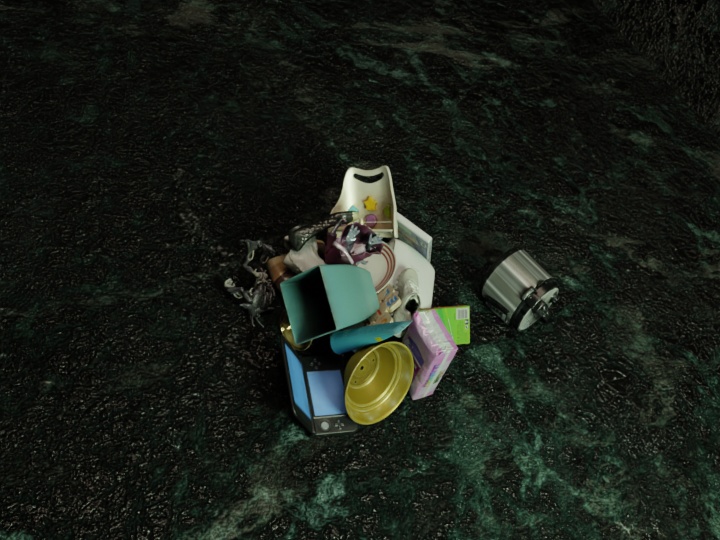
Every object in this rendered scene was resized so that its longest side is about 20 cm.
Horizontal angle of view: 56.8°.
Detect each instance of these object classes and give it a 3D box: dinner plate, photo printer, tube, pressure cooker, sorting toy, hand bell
[{"bbox_3d":[0.000,0.000,1.701,0.194,0.025,0.205,-10,49,12],"label":"dinner plate"},{"bbox_3d":[0.123,0.020,1.773,0.165,0.069,0.203,36,41,-20],"label":"photo printer"},{"bbox_3d":[0.020,0.144,1.486,0.077,0.196,0.052,-39,107,-52],"label":"tube"},{"bbox_3d":[0.441,0.062,1.803,0.173,0.181,0.201,-22,58,-37],"label":"pressure cooker"},{"bbox_3d":[0.020,-0.179,1.739,0.194,0.187,0.106,2,4,24],"label":"sorting toy"},{"bbox_3d":[-0.100,0.111,1.652,0.103,0.106,0.198,39,35,18],"label":"hand bell"}]

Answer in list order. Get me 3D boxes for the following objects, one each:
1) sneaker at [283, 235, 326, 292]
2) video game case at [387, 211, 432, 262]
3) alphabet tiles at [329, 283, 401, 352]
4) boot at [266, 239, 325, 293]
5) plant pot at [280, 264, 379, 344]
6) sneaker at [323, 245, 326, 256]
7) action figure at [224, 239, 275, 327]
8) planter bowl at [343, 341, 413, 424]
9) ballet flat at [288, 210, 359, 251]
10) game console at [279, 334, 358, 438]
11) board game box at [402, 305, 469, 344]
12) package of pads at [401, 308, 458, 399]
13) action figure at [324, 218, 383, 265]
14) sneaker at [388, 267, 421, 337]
[{"bbox_3d":[-0.142,-0.009,1.663,0.096,0.079,0.203,-10,54,-20],"label":"sneaker"},{"bbox_3d":[0.113,-0.103,1.844,0.198,0.183,0.023,37,76,16],"label":"video game case"},{"bbox_3d":[0.010,0.116,1.610,0.015,0.198,0.196,50,3,-27],"label":"alphabet tiles"},{"bbox_3d":[-0.136,0.019,1.732,0.197,0.073,0.168,-25,73,-37],"label":"boot"},{"bbox_3d":[-0.055,0.066,1.529,0.197,0.139,0.146,-9,80,-49],"label":"plant pot"},{"bbox_3d":[-0.016,-0.022,1.786,0.197,0.080,0.075,33,47,12],"label":"sneaker"},{"bbox_3d":[-0.263,0.033,1.635,0.117,0.100,0.207,11,81,-47],"label":"action figure"},{"bbox_3d":[0.023,0.238,1.515,0.196,0.207,0.083,-18,30,-32],"label":"planter bowl"},{"bbox_3d":[-0.089,-0.103,1.667,0.195,0.066,0.058,-22,86,-15],"label":"ballet flat"},{"bbox_3d":[-0.093,0.252,1.485,0.170,0.118,0.204,0,50,-19],"label":"game console"},{"bbox_3d":[0.192,0.145,1.706,0.194,0.099,0.030,-3,5,-24],"label":"board game box"},{"bbox_3d":[0.148,0.197,1.560,0.074,0.203,0.122,-11,54,-25],"label":"package of pads"},{"bbox_3d":[-0.034,-0.037,1.609,0.134,0.198,0.150,47,52,-12],"label":"action figure"},{"bbox_3d":[0.119,0.068,1.623,0.074,0.081,0.203,32,44,-18],"label":"sneaker"}]
